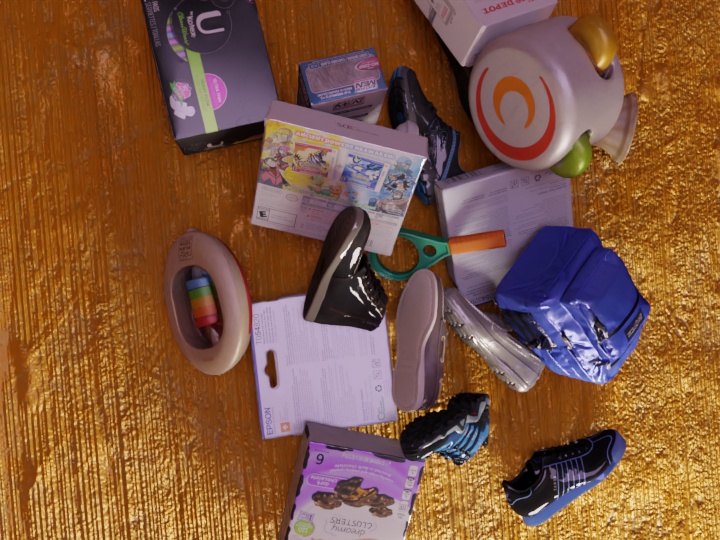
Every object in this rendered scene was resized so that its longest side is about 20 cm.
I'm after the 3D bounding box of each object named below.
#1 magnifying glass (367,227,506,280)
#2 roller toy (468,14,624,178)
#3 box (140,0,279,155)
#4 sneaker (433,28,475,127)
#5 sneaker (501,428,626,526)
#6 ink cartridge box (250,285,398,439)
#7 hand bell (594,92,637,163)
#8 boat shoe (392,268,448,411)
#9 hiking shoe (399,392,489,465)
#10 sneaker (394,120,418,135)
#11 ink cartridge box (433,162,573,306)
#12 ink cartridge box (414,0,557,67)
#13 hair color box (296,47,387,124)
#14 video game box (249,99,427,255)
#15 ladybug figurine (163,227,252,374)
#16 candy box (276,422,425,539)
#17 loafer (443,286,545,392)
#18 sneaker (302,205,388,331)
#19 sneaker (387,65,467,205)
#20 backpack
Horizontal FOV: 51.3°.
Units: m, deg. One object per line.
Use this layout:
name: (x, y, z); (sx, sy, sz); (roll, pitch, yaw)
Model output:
magnifying glass: (0.106, -0.031, 1.068); (0.198, 0.022, 0.080); (-9, 116, 16)
roller toy: (0.250, -0.240, 1.005); (0.139, 0.182, 0.201); (-27, 125, -30)
box: (-0.199, -0.276, 1.019); (0.147, 0.124, 0.202); (-14, 90, -8)
sneaker: (0.175, -0.303, 1.102); (0.075, 0.070, 0.201); (-23, 93, -9)
sneaker: (0.302, 0.290, 1.116); (0.200, 0.070, 0.078); (-38, 101, -6)
ink cartridge box: (-0.055, 0.130, 1.078); (0.198, 0.041, 0.201); (-6, 91, -8)
hand bell: (0.299, -0.226, 1.126); (0.198, 0.104, 0.105); (8, 88, 5)
boat shoe: (0.092, 0.100, 1.069); (0.059, 0.072, 0.202); (7, 88, -41)
hiking shoe: (0.130, 0.234, 1.043); (0.199, 0.074, 0.087); (-14, 95, -49)
sneaker: (-0.010, -0.138, 1.039); (0.114, 0.075, 0.200); (29, 110, -17)
ink cartridge box: (0.217, -0.061, 1.107); (0.195, 0.043, 0.201); (-16, 118, -9)
ink cartridge box: (0.157, -0.402, 1.049); (0.146, 0.083, 0.201); (-25, 74, -25)
hair color box: (-0.031, -0.216, 1.002); (0.099, 0.200, 0.061); (-15, 81, -9)
video game box: (-0.033, -0.113, 0.959); (0.198, 0.183, 0.047); (13, 50, -6)
ladybug figurine: (-0.202, 0.039, 1.027); (0.135, 0.072, 0.202); (-9, 92, 31)
candy box: (-0.017, 0.331, 1.048); (0.167, 0.072, 0.201); (12, 99, -11)
loafer: (0.193, 0.092, 1.106); (0.200, 0.070, 0.070); (46, 78, -13)
sneaker: (0.000, 0.000, 0.995); (0.105, 0.201, 0.075); (13, 45, -14)
sneaker: (0.098, -0.202, 1.095); (0.081, 0.073, 0.201); (-20, 102, -13)
backpack: (0.310, 0.064, 1.054); (0.163, 0.167, 0.200); (-46, 120, -15)
